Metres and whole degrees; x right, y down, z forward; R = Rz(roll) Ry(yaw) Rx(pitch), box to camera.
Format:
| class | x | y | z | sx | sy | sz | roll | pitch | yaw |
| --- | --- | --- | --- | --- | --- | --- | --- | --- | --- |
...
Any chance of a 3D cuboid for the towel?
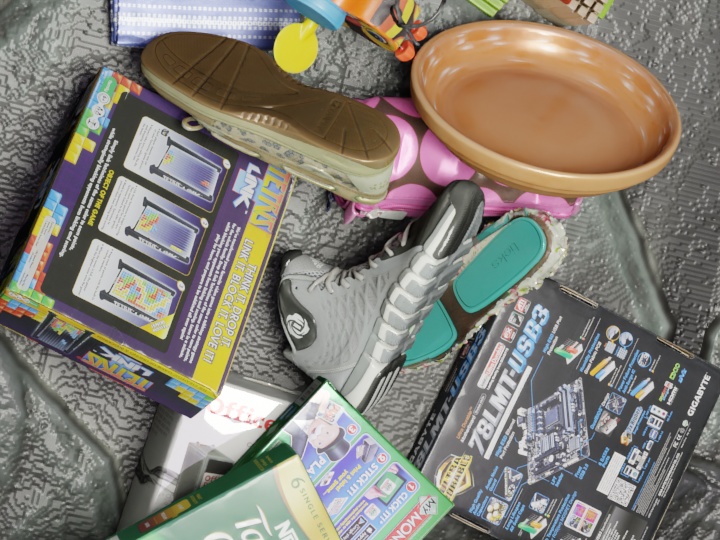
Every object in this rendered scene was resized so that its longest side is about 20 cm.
| class | x | y | z | sx | sy | sz | roll | pitch | yaw |
| --- | --- | --- | --- | --- | --- | --- | --- | --- | --- |
| towel | -0.114 | -0.261 | 1.458 | 0.145 | 0.024 | 0.200 | -1 | 96 | -18 |

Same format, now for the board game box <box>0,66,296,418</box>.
| class | x | y | z | sx | sy | sz | roll | pitch | yaw |
| --- | --- | --- | --- | --- | --- | --- | --- | --- | --- |
| board game box | -0.150 | -0.021 | 1.402 | 0.165 | 0.057 | 0.200 | 29 | 56 | -17 |

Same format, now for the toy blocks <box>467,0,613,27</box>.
| class | x | y | z | sx | sy | sz | roll | pitch | yaw |
| --- | --- | --- | --- | --- | --- | --- | --- | --- | --- |
| toy blocks | 0.124 | -0.244 | 1.462 | 0.200 | 0.137 | 0.100 | 33 | 86 | -15 |

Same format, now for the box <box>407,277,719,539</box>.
| class | x | y | z | sx | sy | sz | roll | pitch | yaw |
| --- | --- | --- | --- | --- | --- | --- | --- | --- | --- |
| box | 0.158 | 0.124 | 1.547 | 0.198 | 0.050 | 0.200 | 26 | 86 | -14 |

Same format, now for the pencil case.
| class | x | y | z | sx | sy | sz | roll | pitch | yaw |
| --- | --- | --- | --- | --- | --- | --- | --- | --- | --- |
| pencil case | 0.076 | -0.079 | 1.490 | 0.200 | 0.091 | 0.094 | -1 | 60 | -13 |

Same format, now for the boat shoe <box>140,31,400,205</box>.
| class | x | y | z | sx | sy | sz | roll | pitch | yaw |
| --- | --- | --- | --- | --- | --- | --- | --- | --- | --- |
| boat shoe | -0.068 | -0.105 | 1.409 | 0.200 | 0.063 | 0.073 | 28 | 51 | 15 |

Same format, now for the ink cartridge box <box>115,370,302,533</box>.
| class | x | y | z | sx | sy | sz | roll | pitch | yaw |
| --- | --- | --- | --- | --- | --- | --- | --- | --- | --- |
| ink cartridge box | -0.094 | 0.181 | 1.466 | 0.147 | 0.083 | 0.200 | 18 | 90 | -15 |

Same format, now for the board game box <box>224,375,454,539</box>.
| class | x | y | z | sx | sy | sz | roll | pitch | yaw |
| --- | --- | --- | --- | --- | --- | --- | --- | --- | --- |
| board game box | -0.049 | 0.193 | 1.419 | 0.200 | 0.029 | 0.135 | -46 | 104 | -6 |

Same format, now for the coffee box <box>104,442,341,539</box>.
| class | x | y | z | sx | sy | sz | roll | pitch | yaw |
| --- | --- | --- | --- | --- | --- | --- | --- | --- | --- |
| coffee box | -0.107 | 0.218 | 1.370 | 0.200 | 0.044 | 0.123 | -26 | 101 | -10 |

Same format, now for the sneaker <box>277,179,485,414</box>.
| class | x | y | z | sx | sy | sz | roll | pitch | yaw |
| --- | --- | --- | --- | --- | --- | --- | --- | --- | --- |
| sneaker | 0.000 | 0.000 | 1.442 | 0.115 | 0.075 | 0.200 | 34 | 110 | 14 |

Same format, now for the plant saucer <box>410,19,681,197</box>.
| class | x | y | z | sx | sy | sz | roll | pitch | yaw |
| --- | --- | --- | --- | --- | --- | --- | --- | --- | --- |
| plant saucer | 0.131 | -0.114 | 1.445 | 0.200 | 0.200 | 0.037 | 2 | 128 | -15 |

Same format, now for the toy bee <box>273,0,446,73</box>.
| class | x | y | z | sx | sy | sz | roll | pitch | yaw |
| --- | --- | --- | --- | --- | --- | --- | --- | --- | --- |
| toy bee | -0.007 | -0.187 | 1.418 | 0.131 | 0.200 | 0.109 | -40 | 145 | 7 |

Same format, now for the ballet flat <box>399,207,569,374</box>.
| class | x | y | z | sx | sy | sz | roll | pitch | yaw |
| --- | --- | --- | --- | --- | --- | --- | --- | --- | --- |
| ballet flat | 0.076 | 0.022 | 1.491 | 0.200 | 0.064 | 0.076 | -31 | 75 | 23 |
